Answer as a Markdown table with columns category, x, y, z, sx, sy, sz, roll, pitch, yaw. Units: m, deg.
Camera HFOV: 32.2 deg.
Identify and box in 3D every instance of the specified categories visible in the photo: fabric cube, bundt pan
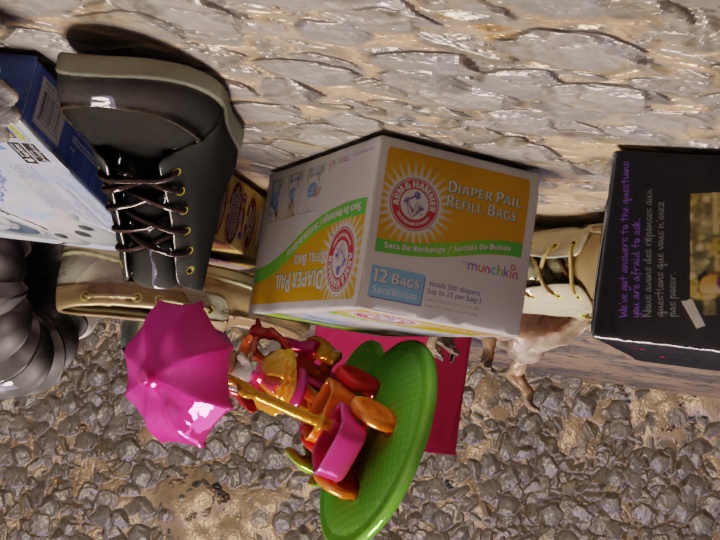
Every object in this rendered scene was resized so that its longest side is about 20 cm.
| category | x | y | z | sx | sy | sz | roll | pitch | yaw |
| --- | --- | --- | --- | --- | --- | --- | --- | --- | --- |
| fabric cube | 0.044 | 0.171 | 1.927 | 0.199 | 0.200 | 0.196 | 6 | 172 | 23 |
| bundt pan | -0.265 | 0.005 | 0.953 | 0.075 | 0.203 | 0.202 | -2 | 171 | 12 |

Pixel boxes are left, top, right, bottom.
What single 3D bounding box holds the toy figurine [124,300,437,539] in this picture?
| category | x | y | z | sx | sy | sz | roll | pitch | yaw |
| --- | --- | --- | --- | --- | --- | --- | --- | --- | --- |
| toy figurine | -0.069 | 0.074 | 0.841 | 0.184 | 0.150 | 0.200 | 25 | -166 | -17 |

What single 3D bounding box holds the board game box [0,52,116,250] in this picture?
| category | x | y | z | sx | sy | sz | roll | pitch | yaw |
| --- | --- | --- | --- | --- | --- | --- | --- | --- | --- |
| board game box | -0.246 | -0.072 | 0.754 | 0.198 | 0.044 | 0.200 | 6 | 161 | 13 |

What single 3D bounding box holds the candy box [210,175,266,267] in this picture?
| category | x | y | z | sx | sy | sz | roll | pitch | yaw |
| --- | --- | --- | --- | --- | --- | --- | --- | --- | --- |
| candy box | -0.142 | -0.047 | 0.935 | 0.116 | 0.057 | 0.200 | 7 | 175 | 12 |

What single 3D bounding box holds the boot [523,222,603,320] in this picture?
| category | x | y | z | sx | sy | sz | roll | pitch | yaw |
| --- | --- | --- | --- | --- | --- | --- | --- | --- | --- |
| boot | 0.122 | 0.000 | 0.886 | 0.154 | 0.072 | 0.200 | 2 | 177 | 6 |

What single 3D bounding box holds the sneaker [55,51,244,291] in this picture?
| category | x | y | z | sx | sy | sz | roll | pitch | yaw |
| --- | --- | --- | --- | --- | --- | --- | --- | --- | --- |
| sneaker | -0.110 | -0.046 | 0.670 | 0.075 | 0.107 | 0.200 | 7 | 173 | 12 |

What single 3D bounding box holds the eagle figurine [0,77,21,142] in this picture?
| category | x | y | z | sx | sy | sz | roll | pitch | yaw |
| --- | --- | --- | --- | --- | --- | --- | --- | --- | --- |
| eagle figurine | -0.280 | -0.068 | 0.591 | 0.200 | 0.152 | 0.151 | 23 | -142 | 30 |

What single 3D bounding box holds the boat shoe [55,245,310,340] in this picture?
| category | x | y | z | sx | sy | sz | roll | pitch | yaw |
| --- | --- | --- | --- | --- | --- | --- | --- | --- | --- |
| boat shoe | -0.135 | 0.029 | 0.953 | 0.199 | 0.067 | 0.074 | 15 | 164 | -3 |

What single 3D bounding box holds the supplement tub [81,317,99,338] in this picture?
| category | x | y | z | sx | sy | sz | roll | pitch | yaw |
| --- | --- | --- | --- | --- | --- | --- | --- | --- | --- |
| supplement tub | -0.333 | -0.015 | 1.123 | 0.199 | 0.132 | 0.132 | 8 | 173 | 1 |

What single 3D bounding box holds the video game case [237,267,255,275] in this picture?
| category | x | y | z | sx | sy | sz | roll | pitch | yaw |
| --- | --- | --- | --- | --- | --- | --- | --- | --- | --- |
| video game case | 0.000 | 0.000 | 1.055 | 0.199 | 0.024 | 0.182 | -8 | -176 | -35 |

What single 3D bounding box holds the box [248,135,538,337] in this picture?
| category | x | y | z | sx | sy | sz | roll | pitch | yaw |
| --- | --- | --- | --- | --- | --- | --- | --- | --- | --- |
| box | 0.015 | -0.014 | 0.807 | 0.112 | 0.102 | 0.200 | 11 | 173 | -23 |

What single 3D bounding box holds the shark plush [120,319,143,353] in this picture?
| category | x | y | z | sx | sy | sz | roll | pitch | yaw |
| --- | --- | --- | --- | --- | --- | --- | --- | --- | --- |
| shark plush | -0.172 | -0.005 | 1.107 | 0.091 | 0.084 | 0.200 | -4 | -150 | -12 |

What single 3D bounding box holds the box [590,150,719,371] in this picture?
| category | x | y | z | sx | sy | sz | roll | pitch | yaw |
| --- | --- | --- | --- | --- | --- | --- | --- | --- | --- |
| box | 0.237 | 0.004 | 0.665 | 0.199 | 0.106 | 0.122 | 6 | 172 | 25 |

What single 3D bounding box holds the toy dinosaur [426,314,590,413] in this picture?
| category | x | y | z | sx | sy | sz | roll | pitch | yaw |
| --- | --- | --- | --- | --- | --- | --- | --- | --- | --- |
| toy dinosaur | 0.135 | 0.034 | 1.125 | 0.200 | 0.136 | 0.086 | 27 | 168 | 21 |
